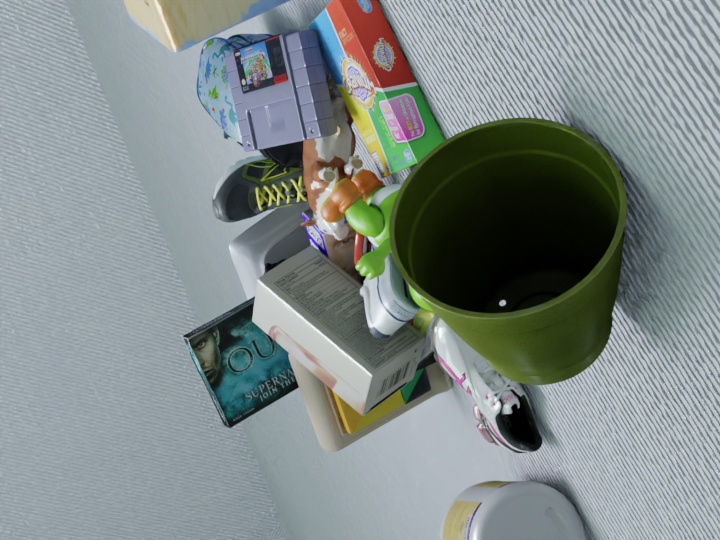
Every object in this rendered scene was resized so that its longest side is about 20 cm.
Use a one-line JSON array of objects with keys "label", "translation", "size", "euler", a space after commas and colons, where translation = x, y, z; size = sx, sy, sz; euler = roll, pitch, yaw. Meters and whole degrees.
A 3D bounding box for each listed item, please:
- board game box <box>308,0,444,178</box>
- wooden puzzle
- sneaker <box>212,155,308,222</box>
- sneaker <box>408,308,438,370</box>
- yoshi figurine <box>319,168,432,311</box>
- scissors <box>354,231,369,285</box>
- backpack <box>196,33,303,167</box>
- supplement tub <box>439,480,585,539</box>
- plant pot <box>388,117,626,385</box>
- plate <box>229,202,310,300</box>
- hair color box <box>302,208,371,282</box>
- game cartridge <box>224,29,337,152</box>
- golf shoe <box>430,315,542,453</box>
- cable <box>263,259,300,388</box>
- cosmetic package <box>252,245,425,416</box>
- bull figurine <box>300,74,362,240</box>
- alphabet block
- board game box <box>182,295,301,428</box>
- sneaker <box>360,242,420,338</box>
[{"label": "board game box", "translation": [0.017, -0.209, 1.575], "size": [0.200, 0.040, 0.153], "euler": [64, 166, -3]}, {"label": "wooden puzzle", "translation": [0.019, 0.138, 1.864], "size": [0.037, 0.200, 0.185], "euler": [49, 160, 52]}, {"label": "sneaker", "translation": [-0.106, -0.120, 1.877], "size": [0.085, 0.200, 0.075], "euler": [29, 142, 47]}, {"label": "sneaker", "translation": [0.084, 0.065, 1.774], "size": [0.090, 0.078, 0.200], "euler": [59, 154, 15]}, {"label": "yoshi figurine", "translation": [0.049, -0.022, 1.622], "size": [0.200, 0.112, 0.112], "euler": [38, 172, 15]}, {"label": "scissors", "translation": [0.000, 0.000, 1.753], "size": [0.073, 0.014, 0.200], "euler": [-75, -6, -45]}, {"label": "backpack", "translation": [-0.135, -0.244, 1.870], "size": [0.200, 0.154, 0.163], "euler": [-114, 26, -58]}, {"label": "supplement tub", "translation": [0.183, 0.335, 1.753], "size": [0.146, 0.145, 0.200], "euler": [63, 166, 2]}, {"label": "plant pot", "translation": [0.146, 0.002, 1.242], "size": [0.200, 0.200, 0.193], "euler": [53, 175, 35]}, {"label": "plate", "translation": [-0.079, -0.010, 1.977], "size": [0.032, 0.200, 0.200], "euler": [25, 143, 42]}, {"label": "hair color box", "translation": [0.002, -0.012, 1.844], "size": [0.065, 0.109, 0.200], "euler": [48, 160, 46]}, {"label": "game cartridge", "translation": [-0.101, -0.215, 1.692], "size": [0.200, 0.038, 0.130], "euler": [-2, 105, 59]}, {"label": "golf shoe", "translation": [0.155, 0.128, 1.644], "size": [0.200, 0.073, 0.092], "euler": [58, 162, -20]}, {"label": "cable", "translation": [-0.065, 0.062, 1.922], "size": [0.051, 0.163, 0.200], "euler": [-4, 126, 54]}, {"label": "cosmetic package", "translation": [-0.029, 0.073, 1.743], "size": [0.200, 0.103, 0.087], "euler": [40, 142, 23]}, {"label": "bull figurine", "translation": [-0.034, -0.140, 1.712], "size": [0.121, 0.065, 0.200], "euler": [151, 119, -70]}, {"label": "alphabet block", "translation": [-0.206, -0.411, 1.703], "size": [0.196, 0.195, 0.200], "euler": [39, 153, 55]}, {"label": "board game box", "translation": [-0.119, 0.098, 1.837], "size": [0.028, 0.200, 0.135], "euler": [8, 126, 64]}, {"label": "sneaker", "translation": [0.029, 0.006, 1.709], "size": [0.073, 0.071, 0.200], "euler": [37, -154, -18]}]
